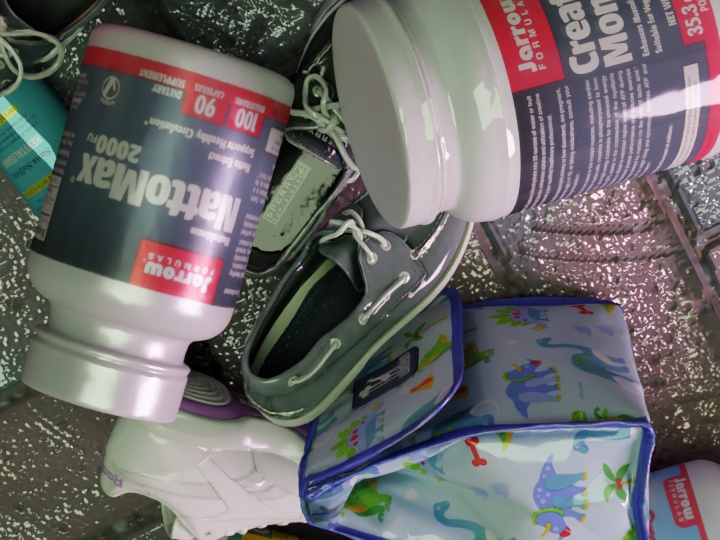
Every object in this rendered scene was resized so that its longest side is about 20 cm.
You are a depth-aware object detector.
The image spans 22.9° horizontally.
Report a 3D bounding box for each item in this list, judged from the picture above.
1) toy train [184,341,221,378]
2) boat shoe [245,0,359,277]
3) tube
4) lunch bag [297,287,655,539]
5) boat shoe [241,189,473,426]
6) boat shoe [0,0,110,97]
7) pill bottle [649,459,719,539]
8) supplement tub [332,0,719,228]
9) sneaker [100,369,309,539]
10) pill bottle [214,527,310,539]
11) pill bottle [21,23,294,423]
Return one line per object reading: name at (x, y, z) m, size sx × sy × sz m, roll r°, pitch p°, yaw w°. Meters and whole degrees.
toy train at (-0.109, 0.018, 1.097) m, size 0.045 × 0.034 × 0.202 m, roll 4°, pitch 110°, yaw 3°
boat shoe at (-0.021, -0.086, 1.038) m, size 0.073 × 0.068 × 0.200 m, roll 33°, pitch 108°, yaw -11°
tube at (-0.166, -0.043, 1.059) m, size 0.077 × 0.050 × 0.200 m, roll -30°, pitch 104°, yaw 32°
lunch bag at (0.066, 0.093, 1.050) m, size 0.198 × 0.170 × 0.129 m, roll -2°, pitch 112°, yaw 4°
boat shoe at (0.000, 0.000, 1.035) m, size 0.073 × 0.062 × 0.200 m, roll 34°, pitch 81°, yaw 25°
boat shoe at (-0.185, -0.145, 0.978) m, size 0.199 × 0.062 × 0.075 m, roll -34°, pitch 107°, yaw 5°
pill bottle at (0.185, 0.183, 1.114) m, size 0.198 × 0.109 × 0.110 m, roll -18°, pitch 109°, yaw 7°
supplement tub at (0.097, -0.108, 0.966) m, size 0.198 × 0.140 × 0.141 m, roll -16°, pitch 111°, yaw -12°
sneaker at (-0.069, 0.126, 1.101) m, size 0.199 × 0.075 × 0.100 m, roll 22°, pitch 108°, yaw -25°
pill bottle at (-0.018, 0.234, 1.135) m, size 0.198 × 0.113 × 0.114 m, roll 15°, pitch 110°, yaw -4°
pill bottle at (-0.118, -0.024, 0.985) m, size 0.119 × 0.120 × 0.202 m, roll 15°, pitch 91°, yaw -5°
